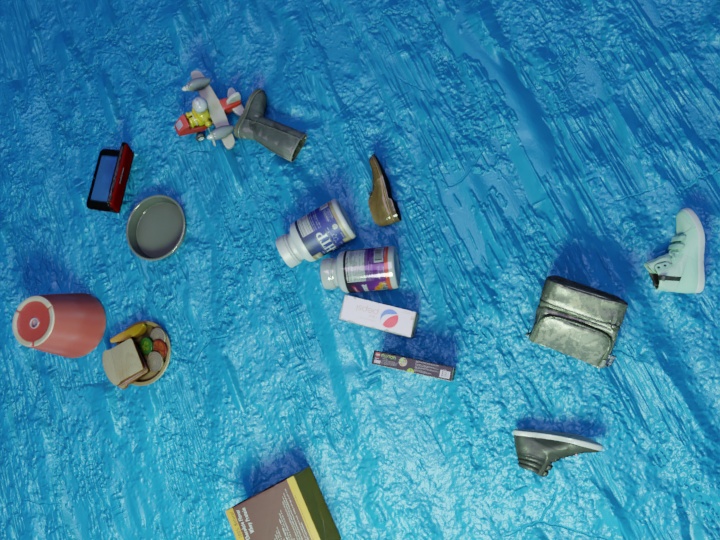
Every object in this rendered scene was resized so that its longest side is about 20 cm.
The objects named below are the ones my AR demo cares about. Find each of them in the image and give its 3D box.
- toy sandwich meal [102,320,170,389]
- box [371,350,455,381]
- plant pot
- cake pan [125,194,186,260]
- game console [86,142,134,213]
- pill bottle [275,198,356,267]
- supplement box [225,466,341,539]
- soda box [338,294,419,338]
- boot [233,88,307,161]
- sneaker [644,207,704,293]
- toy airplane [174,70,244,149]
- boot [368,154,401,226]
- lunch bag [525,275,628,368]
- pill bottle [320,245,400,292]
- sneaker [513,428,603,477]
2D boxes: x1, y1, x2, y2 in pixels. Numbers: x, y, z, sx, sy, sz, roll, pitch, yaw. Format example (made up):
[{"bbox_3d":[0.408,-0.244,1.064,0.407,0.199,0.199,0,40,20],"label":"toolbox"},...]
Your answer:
[{"bbox_3d":[-0.644,0.239,1.560,0.203,0.070,0.208,-2,80,13],"label":"toy sandwich meal"},{"bbox_3d":[0.135,0.238,1.355,0.198,0.110,0.035,10,82,14],"label":"box"},{"bbox_3d":[-0.881,0.154,1.576,0.198,0.177,0.203,-2,81,13],"label":"plant pot"},{"bbox_3d":[-0.608,-0.126,1.632,0.198,0.037,0.203,-2,80,13],"label":"cake pan"},{"bbox_3d":[-0.780,-0.289,1.664,0.117,0.172,0.202,12,83,-12],"label":"game console"},{"bbox_3d":[-0.123,-0.095,1.469,0.199,0.120,0.121,-29,75,7],"label":"pill bottle"},{"bbox_3d":[-0.190,0.634,1.351,0.199,0.133,0.199,-29,75,7],"label":"supplement box"},{"bbox_3d":[0.049,0.121,1.420,0.198,0.064,0.069,13,84,15],"label":"soda box"},{"bbox_3d":[-0.248,-0.425,1.582,0.198,0.073,0.183,19,80,15],"label":"boot"},{"bbox_3d":[0.733,-0.048,1.277,0.117,0.074,0.203,-1,83,7],"label":"sneaker"},{"bbox_3d":[-0.440,-0.473,1.597,0.198,0.141,0.201,18,89,9],"label":"toy airplane"},{"bbox_3d":[0.046,-0.218,1.480,0.075,0.073,0.202,-19,79,20],"label":"boot"},{"bbox_3d":[0.509,0.121,1.278,0.198,0.139,0.169,20,101,16],"label":"lunch bag"},{"bbox_3d":[0.000,0.000,1.427,0.198,0.111,0.113,-5,79,13],"label":"pill bottle"},{"bbox_3d":[0.458,0.432,1.268,0.198,0.071,0.100,1,82,20],"label":"sneaker"}]
